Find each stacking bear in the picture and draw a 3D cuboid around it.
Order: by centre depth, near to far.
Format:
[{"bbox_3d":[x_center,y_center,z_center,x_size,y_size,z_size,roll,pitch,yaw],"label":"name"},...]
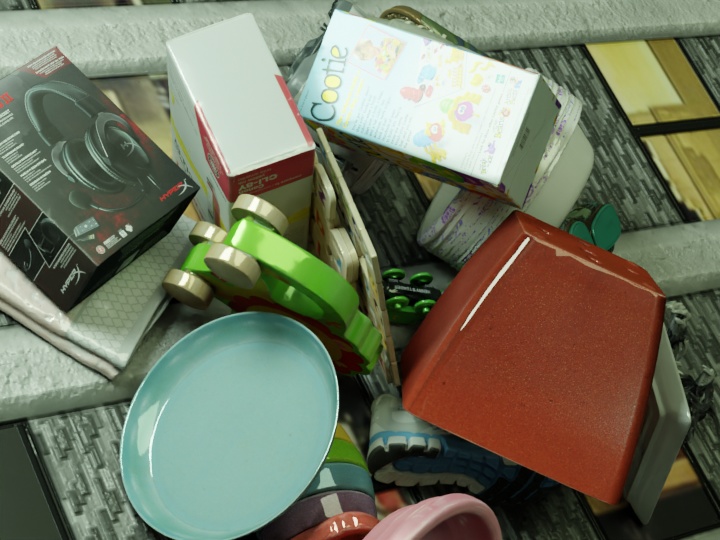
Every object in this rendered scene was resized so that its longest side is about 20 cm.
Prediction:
[{"bbox_3d":[-0.052,0.159,1.555,0.114,0.121,0.201,36,29,-54],"label":"stacking bear"}]

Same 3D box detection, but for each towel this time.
[{"bbox_3d":[-0.243,-0.023,1.632,0.191,0.032,0.200,34,44,-5],"label":"towel"}]

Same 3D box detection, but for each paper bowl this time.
[{"bbox_3d":[0.147,-0.084,1.808,0.104,0.201,0.201,34,45,-5],"label":"paper bowl"}]

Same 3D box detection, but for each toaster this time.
[{"bbox_3d":[-0.010,-0.168,1.841,0.129,0.114,0.200,36,42,-9],"label":"toaster"}]

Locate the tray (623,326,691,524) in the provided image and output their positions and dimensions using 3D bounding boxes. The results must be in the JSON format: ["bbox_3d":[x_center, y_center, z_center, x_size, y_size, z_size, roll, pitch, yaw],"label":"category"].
[{"bbox_3d":[0.257,0.141,1.716,0.022,0.200,0.108,-6,56,-9],"label":"tray"}]

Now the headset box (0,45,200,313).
[{"bbox_3d":[-0.259,-0.086,1.594,0.200,0.077,0.149,45,44,4],"label":"headset box"}]

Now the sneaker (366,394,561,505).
[{"bbox_3d":[0.097,0.149,1.687,0.199,0.075,0.087,15,44,-23],"label":"sneaker"}]

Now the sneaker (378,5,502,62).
[{"bbox_3d":[0.108,-0.203,1.982,0.200,0.067,0.090,45,32,10],"label":"sneaker"}]

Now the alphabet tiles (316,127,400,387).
[{"bbox_3d":[0.000,0.000,1.656,0.008,0.201,0.168,-17,46,-7],"label":"alphabet tiles"}]

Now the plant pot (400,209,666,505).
[{"bbox_3d":[0.161,0.060,1.648,0.199,0.177,0.200,24,11,-4],"label":"plant pot"}]

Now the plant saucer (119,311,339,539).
[{"bbox_3d":[-0.101,0.128,1.518,0.027,0.199,0.201,47,27,-52],"label":"plant saucer"}]

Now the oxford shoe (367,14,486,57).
[{"bbox_3d":[0.059,-0.220,1.921,0.199,0.075,0.058,30,68,25],"label":"oxford shoe"}]

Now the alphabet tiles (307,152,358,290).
[{"bbox_3d":[-0.046,-0.069,1.687,0.015,0.196,0.201,-20,66,-12],"label":"alphabet tiles"}]

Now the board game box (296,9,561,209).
[{"bbox_3d":[0.061,-0.142,1.675,0.199,0.105,0.103,21,-4,19],"label":"board game box"}]

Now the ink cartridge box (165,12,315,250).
[{"bbox_3d":[-0.106,-0.104,1.657,0.083,0.200,0.146,-21,67,-13],"label":"ink cartridge box"}]

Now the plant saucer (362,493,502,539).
[{"bbox_3d":[0.035,0.263,1.490,0.051,0.202,0.200,26,36,33],"label":"plant saucer"}]

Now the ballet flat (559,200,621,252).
[{"bbox_3d":[0.205,-0.019,1.861,0.074,0.074,0.200,46,22,7],"label":"ballet flat"}]

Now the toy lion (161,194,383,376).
[{"bbox_3d":[-0.059,0.027,1.593,0.191,0.200,0.069,32,71,-13],"label":"toy lion"}]

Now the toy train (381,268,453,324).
[{"bbox_3d":[0.095,0.036,1.784,0.199,0.056,0.042,9,58,-27],"label":"toy train"}]

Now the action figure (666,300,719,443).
[{"bbox_3d":[0.280,0.093,1.827,0.199,0.102,0.119,24,35,-12],"label":"action figure"}]
